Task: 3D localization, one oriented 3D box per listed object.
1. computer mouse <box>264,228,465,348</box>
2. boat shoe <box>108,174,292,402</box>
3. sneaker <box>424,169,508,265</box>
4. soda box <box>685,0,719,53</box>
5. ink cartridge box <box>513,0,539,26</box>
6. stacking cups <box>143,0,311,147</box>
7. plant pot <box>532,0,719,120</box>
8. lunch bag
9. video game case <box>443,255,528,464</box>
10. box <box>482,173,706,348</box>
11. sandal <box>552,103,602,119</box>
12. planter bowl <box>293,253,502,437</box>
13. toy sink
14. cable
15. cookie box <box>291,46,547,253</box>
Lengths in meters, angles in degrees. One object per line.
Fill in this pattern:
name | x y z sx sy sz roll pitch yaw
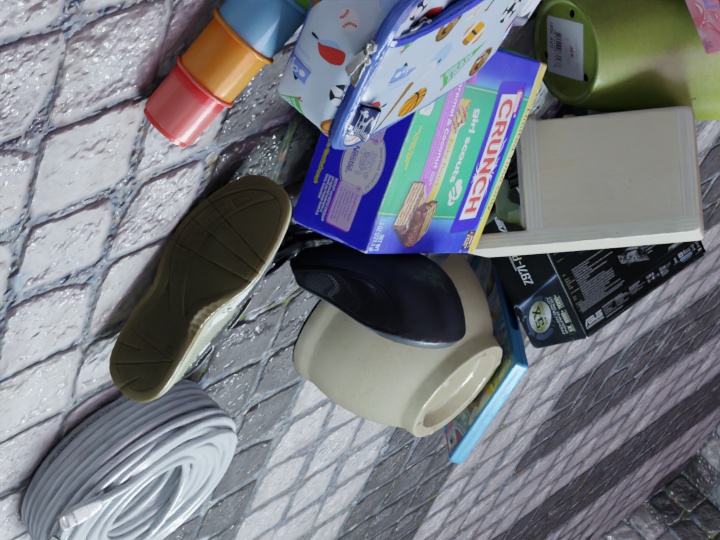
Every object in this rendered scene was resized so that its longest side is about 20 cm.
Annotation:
computer mouse | 0.000 0.000 1.243 0.138 0.199 0.053 -13 122 -51
boat shoe | -0.117 0.011 1.202 0.202 0.072 0.066 -54 171 13
sneaker | 0.061 -0.049 1.411 0.199 0.076 0.115 -41 157 -20
soda box | 0.277 -0.273 1.244 0.063 0.201 0.070 -35 -160 -22
ink cartridge box | 0.112 -0.268 1.148 0.199 0.043 0.199 -11 141 -54
stacking cups | -0.064 -0.166 0.999 0.200 0.061 0.060 -45 160 12
plant pot | 0.254 -0.207 1.375 0.198 0.188 0.188 -16 147 -27
lunch bag | 0.040 -0.169 1.006 0.200 0.076 0.161 -37 166 -39
video game case | 0.118 0.079 1.634 0.018 0.201 0.144 18 125 -18
box | 0.228 -0.041 1.589 0.199 0.165 0.086 -31 -172 -34
sandal | 0.212 -0.144 1.501 0.075 0.048 0.203 -3 107 -47
planter bowl | 0.052 0.074 1.533 0.200 0.135 0.201 -38 159 -18
toy sink | 0.192 -0.077 1.365 0.198 0.113 0.130 -5 176 14
cable | -0.196 0.181 1.358 0.199 0.069 0.201 -37 159 -22
cookie box | 0.050 -0.103 1.229 0.199 0.075 0.173 -3 115 -62
